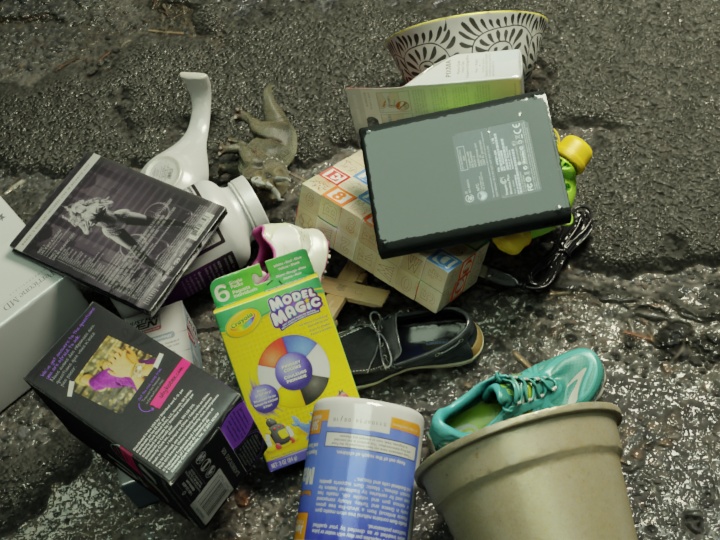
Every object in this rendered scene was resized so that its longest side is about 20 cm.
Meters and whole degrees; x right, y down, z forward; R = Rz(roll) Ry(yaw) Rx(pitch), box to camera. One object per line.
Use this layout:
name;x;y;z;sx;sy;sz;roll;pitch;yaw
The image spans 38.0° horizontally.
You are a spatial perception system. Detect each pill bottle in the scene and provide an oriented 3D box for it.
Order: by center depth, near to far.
pill bottle;-0.004;0.228;0.982;0.111;0.112;0.202;4;72;14
pill bottle;-0.206;-0.029;1.211;0.199;0.113;0.113;-29;55;-10

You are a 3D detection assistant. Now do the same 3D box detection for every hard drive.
hard drive;0.105;-0.099;1.074;0.198;0.033;0.141;-11;74;6

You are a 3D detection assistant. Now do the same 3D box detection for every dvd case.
dvd case;-0.267;-0.044;1.152;0.198;0.016;0.149;22;62;21

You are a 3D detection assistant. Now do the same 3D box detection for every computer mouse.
computer mouse;0.153;-0.047;1.196;0.199;0.046;0.141;28;64;17

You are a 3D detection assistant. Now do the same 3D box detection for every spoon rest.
spoon rest;-0.229;-0.153;1.343;0.098;0.061;0.202;8;71;18

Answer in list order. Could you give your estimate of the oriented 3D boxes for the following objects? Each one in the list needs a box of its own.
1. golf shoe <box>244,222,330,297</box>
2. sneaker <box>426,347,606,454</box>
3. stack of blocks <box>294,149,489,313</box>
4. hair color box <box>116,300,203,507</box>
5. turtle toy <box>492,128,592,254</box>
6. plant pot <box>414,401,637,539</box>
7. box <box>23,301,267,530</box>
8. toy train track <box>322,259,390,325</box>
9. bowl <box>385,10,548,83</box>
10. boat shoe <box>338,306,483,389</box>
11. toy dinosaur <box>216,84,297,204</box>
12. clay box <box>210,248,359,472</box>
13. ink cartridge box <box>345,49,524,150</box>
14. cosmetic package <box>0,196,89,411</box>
golf shoe;-0.100;0.044;1.122;0.075;0.091;0.202;5;79;56
sneaker;0.158;0.134;1.046;0.198;0.080;0.078;-26;55;-8
stack of blocks;0.041;-0.047;1.156;0.199;0.059;0.115;33;41;23
hair color box;-0.216;0.141;1.129;0.098;0.061;0.201;-17;55;-1
turtle toy;0.150;-0.106;1.140;0.199;0.101;0.146;38;84;17
plant pot;0.167;0.240;0.919;0.198;0.201;0.185;-17;65;0
box;-0.206;0.140;1.016;0.199;0.123;0.106;28;65;26
toy train track;0.000;0.000;1.199;0.114;0.033;0.201;13;52;26
bowl;0.133;-0.243;1.273;0.198;0.201;0.095;-6;90;7
boat shoe;0.032;0.079;1.121;0.198;0.062;0.075;-10;56;6
toy dinosaur;-0.121;-0.150;1.313;0.101;0.077;0.201;16;45;0
clay box;-0.073;0.090;1.070;0.114;0.048;0.202;-20;98;-3
ink cartridge box;0.093;-0.179;1.223;0.197;0.161;0.048;-1;57;11
cosmetic package;-0.442;0.042;1.205;0.199;0.123;0.200;-40;59;-16
